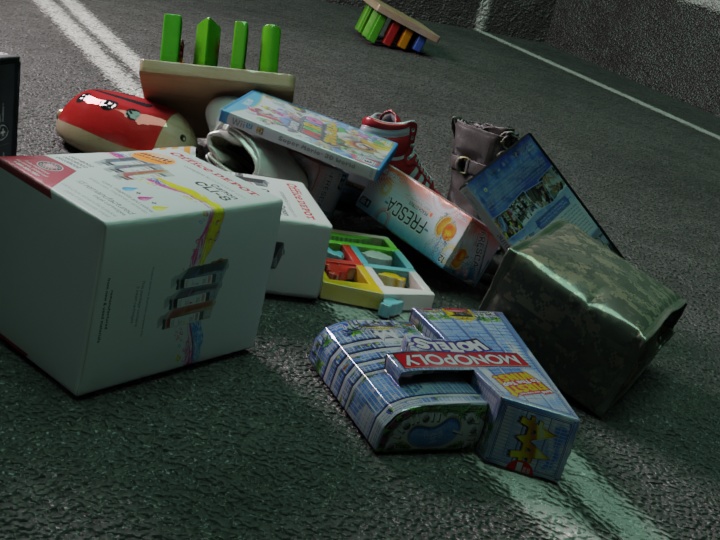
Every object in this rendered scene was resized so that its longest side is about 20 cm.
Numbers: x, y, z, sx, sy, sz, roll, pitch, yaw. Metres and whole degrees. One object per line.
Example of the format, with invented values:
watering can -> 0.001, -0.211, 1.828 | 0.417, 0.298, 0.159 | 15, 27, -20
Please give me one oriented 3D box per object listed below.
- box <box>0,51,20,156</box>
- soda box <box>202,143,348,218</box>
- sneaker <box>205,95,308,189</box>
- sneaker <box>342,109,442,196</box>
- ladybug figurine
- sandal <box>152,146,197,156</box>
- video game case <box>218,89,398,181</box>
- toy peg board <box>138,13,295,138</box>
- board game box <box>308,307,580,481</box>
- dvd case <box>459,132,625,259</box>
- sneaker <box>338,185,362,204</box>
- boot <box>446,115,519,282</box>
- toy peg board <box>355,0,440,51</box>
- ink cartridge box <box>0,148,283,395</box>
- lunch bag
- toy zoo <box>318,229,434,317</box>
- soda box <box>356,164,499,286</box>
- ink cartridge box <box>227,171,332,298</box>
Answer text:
box -> -0.345, -0.072, 0.857 | 0.045, 0.203, 0.159 | 15, 19, 16
soda box -> -0.113, -0.138, 1.379 | 0.199, 0.064, 0.068 | 30, 11, 35
sneaker -> -0.152, -0.164, 1.289 | 0.200, 0.074, 0.115 | 47, 14, 32
sneaker -> 0.061, -0.145, 1.422 | 0.071, 0.114, 0.199 | 18, 2, 41
ladybug figurine -> -0.301, -0.185, 1.373 | 0.197, 0.073, 0.136 | 16, 20, 2
sandal -> -0.198, -0.122, 1.297 | 0.204, 0.060, 0.079 | 9, 20, -16
video game case -> -0.058, -0.167, 1.279 | 0.198, 0.018, 0.143 | 21, 22, 4
toy peg board -> -0.188, -0.260, 1.438 | 0.197, 0.099, 0.199 | 5, -16, -5
board game box -> 0.084, 0.102, 0.908 | 0.197, 0.063, 0.200 | 4, 22, -29
dvd case -> 0.215, -0.049, 1.220 | 0.142, 0.018, 0.201 | -38, 90, -39
sneaker -> -0.008, -0.151, 1.474 | 0.069, 0.083, 0.200 | 20, 23, 6
boot -> 0.161, -0.089, 1.295 | 0.069, 0.176, 0.199 | -4, 26, -42
toy peg board -> 0.086, -0.656, 2.881 | 0.197, 0.099, 0.200 | 23, 17, -23
ink cartridge box -> -0.189, -0.010, 0.884 | 0.144, 0.147, 0.199 | 27, 22, 31
lunch bag -> 0.232, 0.036, 1.082 | 0.163, 0.119, 0.199 | 35, 31, 20
toy zoo -> 0.000, 0.000, 1.174 | 0.129, 0.021, 0.200 | 7, 21, -20
soda box -> 0.080, -0.059, 1.278 | 0.063, 0.069, 0.200 | 27, 8, -40
ink cartridge box -> -0.142, -0.045, 1.099 | 0.197, 0.085, 0.144 | 8, 20, -20
